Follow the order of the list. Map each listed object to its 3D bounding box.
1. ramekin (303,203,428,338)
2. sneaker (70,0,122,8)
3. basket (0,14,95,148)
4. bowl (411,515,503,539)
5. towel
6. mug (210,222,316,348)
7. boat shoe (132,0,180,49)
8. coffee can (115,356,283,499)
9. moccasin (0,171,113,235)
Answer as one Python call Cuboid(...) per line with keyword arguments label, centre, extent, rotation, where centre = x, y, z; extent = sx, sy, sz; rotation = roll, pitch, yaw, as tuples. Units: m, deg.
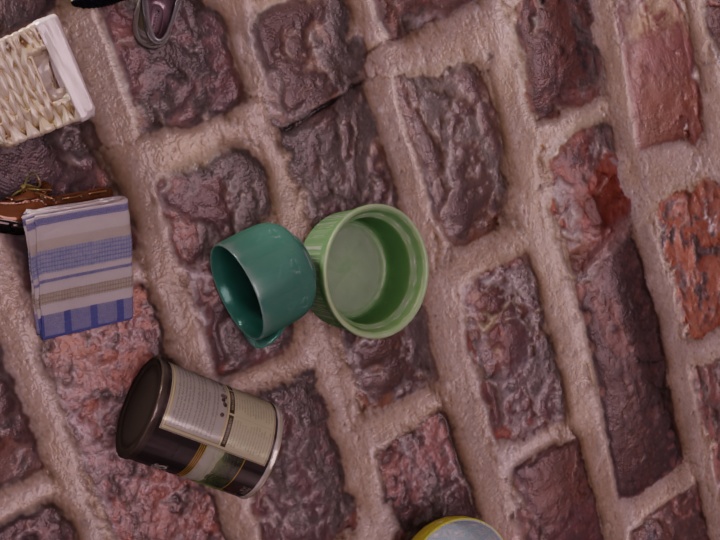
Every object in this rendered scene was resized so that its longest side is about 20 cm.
Cuboid(label="ramekin", centre=(0.000, 0.000, 1.681), extent=(0.197, 0.097, 0.204), rotation=(-2, 93, -35))
Cuboid(label="sneaker", centre=(-0.308, -0.410, 1.481), extent=(0.196, 0.066, 0.080), rotation=(-5, 85, 14))
Cuboid(label="basket", centre=(-0.431, -0.238, 1.408), extent=(0.122, 0.200, 0.137), rotation=(-25, 105, -17))
Cuboid(label="bowl", centre=(0.138, 0.491, 1.795), extent=(0.197, 0.107, 0.204), rotation=(-2, 96, -26))
Cuboid(label="towel", centre=(-0.384, -0.004, 1.503), extent=(0.145, 0.024, 0.203), rotation=(-13, 125, -25))
Cuboid(label="mug", centre=(-0.138, 0.014, 1.611), extent=(0.113, 0.185, 0.153), rotation=(-27, 81, -25))
Cuboid(label="boat shoe", centre=(-0.277, -0.417, 1.541), extent=(0.073, 0.065, 0.206), rotation=(12, 89, -26))
Cuboid(label="coffee can", centre=(-0.230, 0.227, 1.570), extent=(0.198, 0.146, 0.148), rotation=(25, 83, -26))
Cuboid(label="moccasin", centre=(-0.432, -0.090, 1.487), extent=(0.198, 0.073, 0.079), rotation=(-3, 84, -23))
